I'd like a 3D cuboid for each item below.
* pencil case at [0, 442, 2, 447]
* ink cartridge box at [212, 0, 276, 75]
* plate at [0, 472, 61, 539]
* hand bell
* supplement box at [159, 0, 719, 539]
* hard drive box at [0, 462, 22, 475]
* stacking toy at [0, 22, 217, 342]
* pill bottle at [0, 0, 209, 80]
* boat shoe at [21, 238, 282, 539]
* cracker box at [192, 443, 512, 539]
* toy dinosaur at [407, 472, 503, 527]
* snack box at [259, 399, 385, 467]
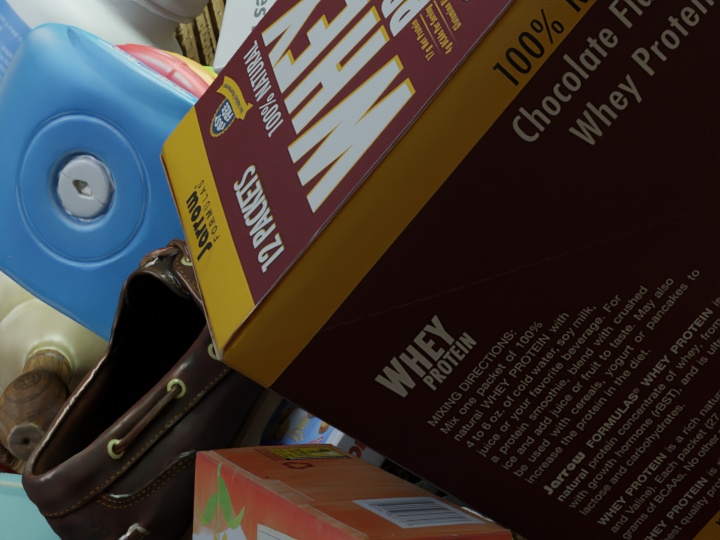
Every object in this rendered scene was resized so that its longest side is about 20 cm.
[{"bbox_3d":[-0.162,-0.004,1.443,0.200,0.087,0.088,-52,28,15],"label":"pencil case"},{"bbox_3d":[0.011,-0.096,1.071,0.067,0.200,0.118,-8,57,30],"label":"ink cartridge box"},{"bbox_3d":[-0.144,0.123,1.053,0.200,0.199,0.026,-111,21,-57],"label":"plate"},{"bbox_3d":[-0.138,0.046,1.267,0.104,0.104,0.200,-54,8,9],"label":"hand bell"},{"bbox_3d":[0.077,-0.032,0.945,0.197,0.200,0.133,-50,29,17],"label":"supplement box"},{"bbox_3d":[-0.135,0.168,1.150,0.077,0.156,0.200,-50,29,16],"label":"hard drive box"},{"bbox_3d":[-0.067,-0.047,1.232,0.200,0.116,0.110,-18,-43,-63],"label":"stacking toy"},{"bbox_3d":[-0.162,-0.097,1.509,0.200,0.112,0.112,-52,28,15],"label":"pill bottle"},{"bbox_3d":[-0.058,0.024,1.069,0.070,0.070,0.200,-22,32,43],"label":"boat shoe"},{"bbox_3d":[-0.009,0.168,0.953,0.134,0.057,0.201,20,109,62],"label":"cracker box"},{"bbox_3d":[0.010,0.113,1.075,0.200,0.077,0.103,-3,72,53],"label":"toy dinosaur"},{"bbox_3d":[-0.049,0.055,1.121,0.200,0.024,0.072,-5,47,55],"label":"snack box"}]
